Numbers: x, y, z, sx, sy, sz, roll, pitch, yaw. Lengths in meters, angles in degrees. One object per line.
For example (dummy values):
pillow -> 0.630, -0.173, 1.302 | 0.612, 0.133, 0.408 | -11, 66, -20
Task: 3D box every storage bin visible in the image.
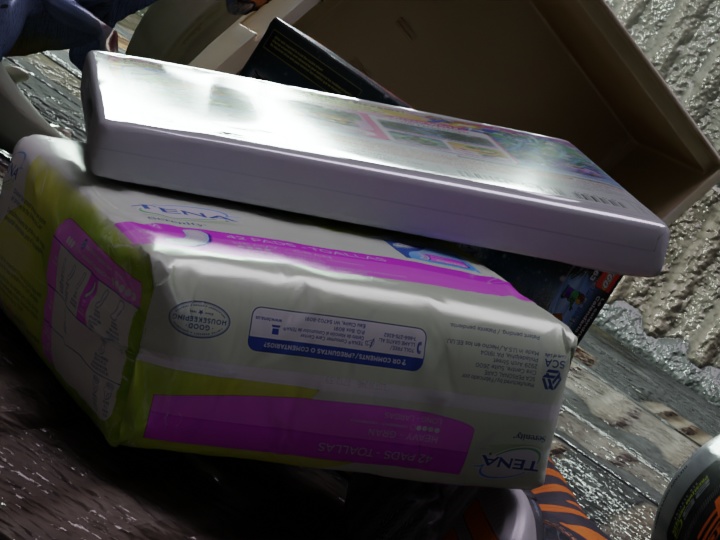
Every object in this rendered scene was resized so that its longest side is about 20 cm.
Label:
storage bin -> 0.035, -0.064, 1.384 | 0.199, 0.200, 0.094 | 51, -5, -22

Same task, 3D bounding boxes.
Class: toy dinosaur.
toy dinosaur -> -0.130, -0.117, 1.221 | 0.200, 0.181, 0.105 | 55, -6, -16

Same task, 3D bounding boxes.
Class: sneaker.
sneaker -> 0.061, 0.105, 1.011 | 0.112, 0.078, 0.200 | 36, 14, -18

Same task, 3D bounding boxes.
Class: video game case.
video game case -> -0.002, -0.041, 1.040 | 0.199, 0.024, 0.182 | 10, 10, -9

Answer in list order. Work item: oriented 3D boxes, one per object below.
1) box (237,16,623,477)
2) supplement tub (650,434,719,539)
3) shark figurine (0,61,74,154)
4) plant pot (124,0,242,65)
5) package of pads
box -> 0.000, 0.000, 1.190 | 0.200, 0.137, 0.038 | 37, 6, 36
supplement tub -> 0.196, 0.138, 1.195 | 0.122, 0.123, 0.200 | 33, 4, -8
shark figurine -> -0.175, -0.083, 1.386 | 0.215, 0.128, 0.090 | 50, 22, -28
plant pot -> -0.016, -0.066, 1.584 | 0.200, 0.200, 0.174 | 29, 22, -43
package of pads -> -0.037, 0.012, 0.968 | 0.154, 0.068, 0.200 | 8, 11, -21
